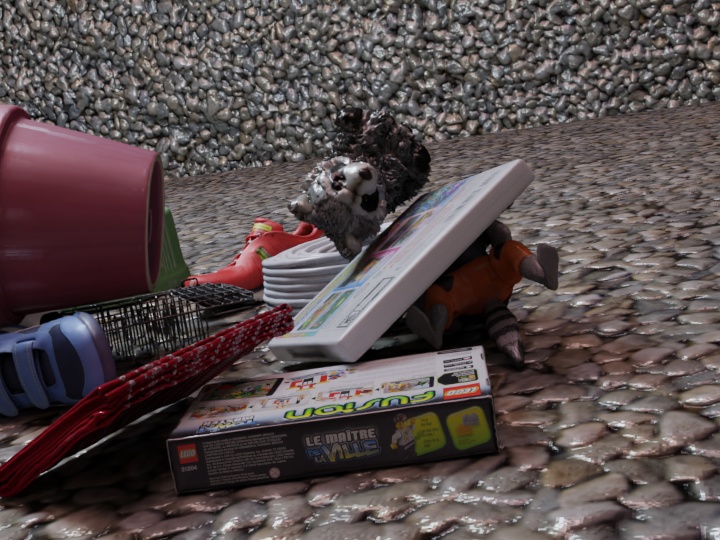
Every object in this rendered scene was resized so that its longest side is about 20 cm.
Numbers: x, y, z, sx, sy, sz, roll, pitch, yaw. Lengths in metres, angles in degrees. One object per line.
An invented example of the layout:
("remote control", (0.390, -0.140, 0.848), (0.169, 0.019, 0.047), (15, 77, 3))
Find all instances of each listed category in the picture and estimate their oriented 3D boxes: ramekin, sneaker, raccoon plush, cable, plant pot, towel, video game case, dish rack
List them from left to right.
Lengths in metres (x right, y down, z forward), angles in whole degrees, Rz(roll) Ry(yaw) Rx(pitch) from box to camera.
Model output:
("sneaker", (-0.272, 0.082, 0.833), (0.198, 0.075, 0.082), (-11, 6, 42))
("plant pot", (-0.274, -0.047, 0.939), (0.175, 0.204, 0.200), (2, 10, -5))
("ramekin", (-0.322, -0.020, 1.314), (0.196, 0.100, 0.200), (-9, 11, 2))
("dish rack", (-0.201, 0.052, 0.975), (0.197, 0.056, 0.153), (-13, 13, -26))
("towel", (-0.143, 0.087, 0.695), (0.144, 0.023, 0.199), (-35, -6, 34))
("sneaker", (-0.116, -0.014, 1.145), (0.198, 0.087, 0.076), (-18, 13, -39))
("raccoon plush", (-0.006, -0.047, 0.917), (0.096, 0.201, 0.135), (26, 62, 14))
("cable", (0.000, 0.000, 0.997), (0.196, 0.071, 0.200), (-12, 10, 1))
("video game case", (0.026, -0.003, 0.803), (0.200, 0.024, 0.182), (-45, 11, -18))

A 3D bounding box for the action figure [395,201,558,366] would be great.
("action figure", (0.072, 0.032, 0.829), (0.199, 0.105, 0.193), (-39, 3, 4))

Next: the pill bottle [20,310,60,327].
("pill bottle", (-0.429, 0.037, 1.083), (0.196, 0.115, 0.112), (-7, 11, 12))

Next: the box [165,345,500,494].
("box", (-0.014, 0.092, 0.652), (0.196, 0.035, 0.110), (-8, 11, 6))
